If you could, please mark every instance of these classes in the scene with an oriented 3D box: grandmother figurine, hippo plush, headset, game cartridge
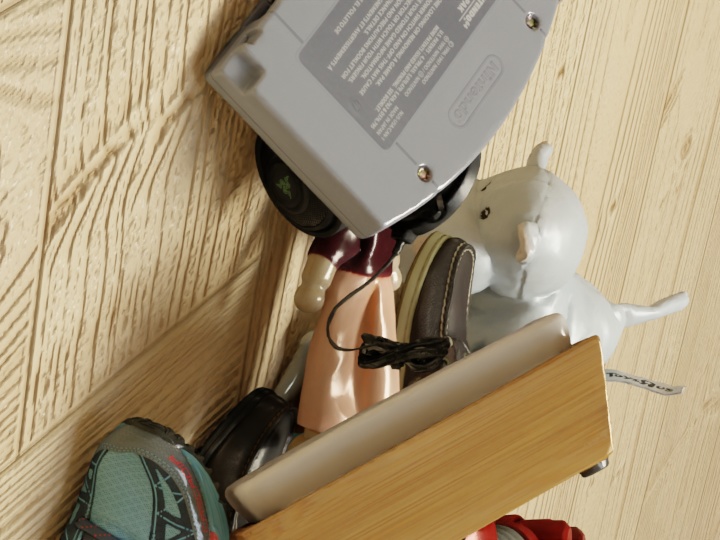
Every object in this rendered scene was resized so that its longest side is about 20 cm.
[{"bbox_3d":[0.000,0.000,1.559,0.121,0.060,0.201,-24,121,-78],"label":"grandmother figurine"},{"bbox_3d":[0.090,0.025,1.719,0.161,0.199,0.160,78,15,-46],"label":"hippo plush"},{"bbox_3d":[0.013,-0.050,1.467,0.123,0.094,0.201,0,92,-38],"label":"headset"},{"bbox_3d":[0.020,-0.116,1.440,0.040,0.133,0.200,-28,-159,54],"label":"game cartridge"}]

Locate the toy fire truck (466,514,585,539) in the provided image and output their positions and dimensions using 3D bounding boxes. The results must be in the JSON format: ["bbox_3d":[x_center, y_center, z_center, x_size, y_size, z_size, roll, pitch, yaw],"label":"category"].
[{"bbox_3d":[0.084,0.192,1.720,0.176,0.199,0.129,-6,90,-65],"label":"toy fire truck"}]

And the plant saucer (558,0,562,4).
[{"bbox_3d":[0.117,-0.245,1.616,0.200,0.032,0.201,-56,158,-36],"label":"plant saucer"}]

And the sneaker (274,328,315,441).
[{"bbox_3d":[-0.036,0.126,1.638,0.081,0.076,0.201,33,71,-65],"label":"sneaker"}]

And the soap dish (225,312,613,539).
[{"bbox_3d":[0.031,0.101,1.452,0.199,0.081,0.157,-29,178,-8],"label":"soap dish"}]

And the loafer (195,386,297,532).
[{"bbox_3d":[-0.072,0.162,1.555,0.201,0.072,0.073,-67,160,-10],"label":"loafer"}]

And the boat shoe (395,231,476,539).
[{"bbox_3d":[0.048,0.078,1.624,0.073,0.064,0.201,42,56,-68],"label":"boat shoe"}]

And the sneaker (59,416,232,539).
[{"bbox_3d":[-0.124,0.170,1.410,0.095,0.079,0.201,-33,139,-58],"label":"sneaker"}]
